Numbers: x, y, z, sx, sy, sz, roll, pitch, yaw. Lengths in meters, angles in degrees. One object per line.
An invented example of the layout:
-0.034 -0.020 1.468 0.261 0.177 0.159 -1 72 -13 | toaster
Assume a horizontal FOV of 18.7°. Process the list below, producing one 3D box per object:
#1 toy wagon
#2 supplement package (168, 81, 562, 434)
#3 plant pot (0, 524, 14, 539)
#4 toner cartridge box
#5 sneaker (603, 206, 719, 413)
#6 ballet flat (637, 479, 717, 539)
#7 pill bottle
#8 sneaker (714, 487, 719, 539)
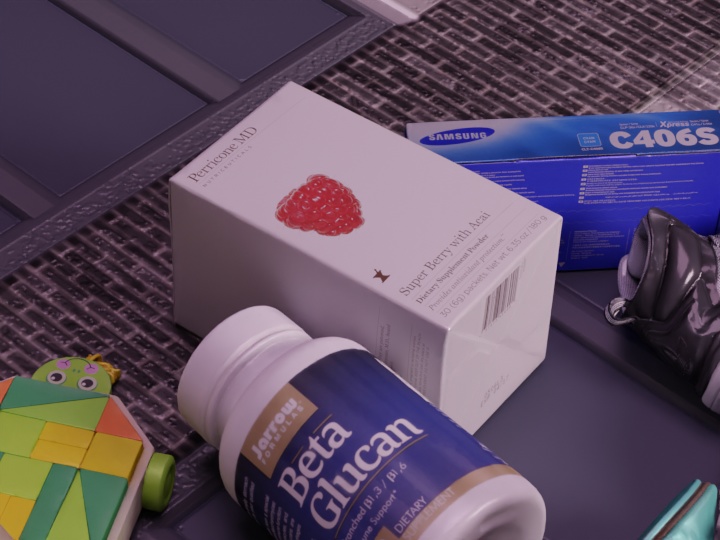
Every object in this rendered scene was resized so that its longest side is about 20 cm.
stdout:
-0.183 0.109 1.217 0.154 0.040 0.201 11 44 8 | toy wagon
0.000 0.000 1.284 0.199 0.120 0.121 28 49 24 | supplement package
-0.215 0.190 1.050 0.199 0.188 0.187 34 49 9 | plant pot
0.125 -0.048 1.361 0.199 0.095 0.043 -3 42 -7 | toner cartridge box
0.226 -0.011 1.328 0.114 0.076 0.200 33 53 10 | sneaker
0.139 0.191 1.140 0.070 0.067 0.200 44 56 12 | ballet flat
-0.006 0.106 1.179 0.111 0.111 0.200 -31 52 -31 | pill bottle
0.248 0.130 1.210 0.091 0.078 0.201 22 48 -3 | sneaker
